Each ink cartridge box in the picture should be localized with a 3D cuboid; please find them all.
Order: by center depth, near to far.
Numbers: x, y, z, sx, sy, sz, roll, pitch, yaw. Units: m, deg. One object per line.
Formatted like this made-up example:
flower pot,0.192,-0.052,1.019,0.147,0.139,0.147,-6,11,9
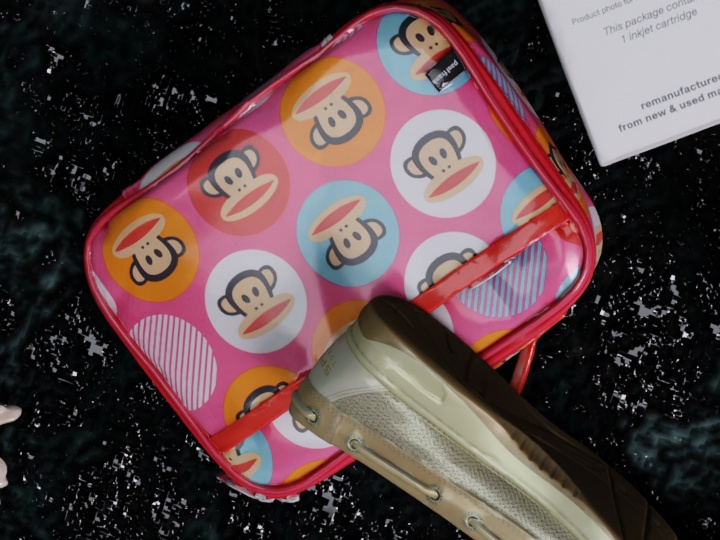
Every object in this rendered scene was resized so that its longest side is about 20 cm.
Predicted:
ink cartridge box,0.101,-0.153,0.803,0.083,0.144,0.201,-19,93,13

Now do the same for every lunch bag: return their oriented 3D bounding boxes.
lunch bag,0.000,0.000,0.880,0.199,0.082,0.177,-35,94,14

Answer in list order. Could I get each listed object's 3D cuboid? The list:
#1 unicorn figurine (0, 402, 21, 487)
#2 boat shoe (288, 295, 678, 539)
unicorn figurine,-0.255,0.091,0.948,0.200,0.074,0.138,-38,79,-1
boat shoe,0.062,0.097,0.819,0.200,0.073,0.063,41,106,-3
